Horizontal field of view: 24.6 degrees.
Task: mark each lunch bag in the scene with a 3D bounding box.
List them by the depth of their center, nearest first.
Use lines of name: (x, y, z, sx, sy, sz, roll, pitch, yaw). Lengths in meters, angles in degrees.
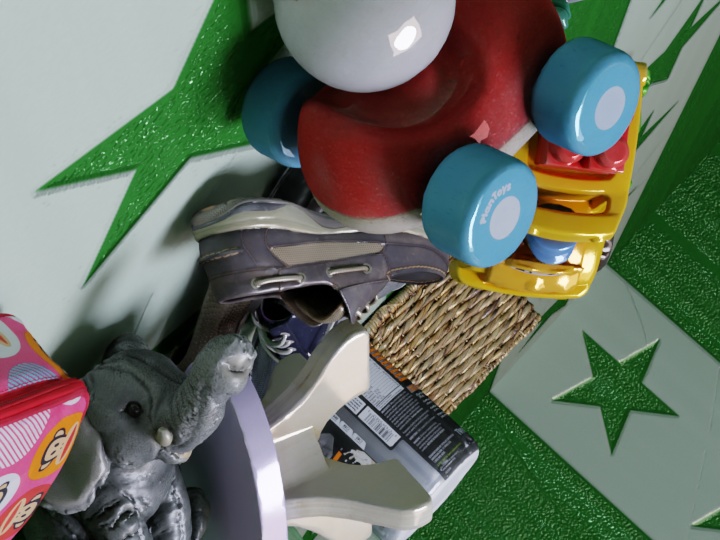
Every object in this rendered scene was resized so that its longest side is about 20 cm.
lunch bag: (-0.244, 0.122, 0.851, 0.201, 0.082, 0.176, -56, 163, 24)

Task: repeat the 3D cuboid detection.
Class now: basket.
basket: (0.072, 0.056, 1.840, 0.200, 0.149, 0.142, -44, -159, -20)

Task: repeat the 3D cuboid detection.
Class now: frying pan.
frying pan: (-0.006, -0.098, 1.142, 0.190, 0.031, 0.115, -53, 170, 32)

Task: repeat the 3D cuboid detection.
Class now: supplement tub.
supplement tub: (-0.002, 0.138, 1.479, 0.123, 0.200, 0.123, -46, 167, -13)

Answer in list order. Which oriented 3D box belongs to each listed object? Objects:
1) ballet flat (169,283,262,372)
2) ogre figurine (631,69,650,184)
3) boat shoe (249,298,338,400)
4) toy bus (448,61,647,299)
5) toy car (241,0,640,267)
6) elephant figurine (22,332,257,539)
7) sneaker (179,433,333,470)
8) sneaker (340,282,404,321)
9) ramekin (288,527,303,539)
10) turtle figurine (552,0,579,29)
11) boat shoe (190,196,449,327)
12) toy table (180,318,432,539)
ballet flat: (-0.106, 0.034, 1.170, 0.200, 0.046, 0.068, -54, -168, 51)
ogre figurine: (0.273, -0.132, 1.894, 0.200, 0.098, 0.120, -44, -174, 40)
boat shoe: (-0.061, 0.042, 1.302, 0.093, 0.075, 0.201, -22, 144, -52)
toy bus: (0.148, -0.073, 1.232, 0.192, 0.135, 0.202, -150, -113, -78)
toy car: (0.023, -0.137, 0.878, 0.177, 0.184, 0.201, -45, 140, -18)
elephant figurine: (-0.149, 0.103, 1.041, 0.142, 0.154, 0.201, -104, -163, -64)
sneaker: (-0.121, 0.135, 1.203, 0.060, 0.199, 0.105, -23, -133, 63)
sneaker: (0.000, 0.000, 1.365, 0.115, 0.075, 0.200, -42, 168, -20)
ramekin: (-0.141, 0.280, 1.460, 0.200, 0.200, 0.098, -46, 161, -13)
turtle figurine: (0.069, -0.134, 1.107, 0.201, 0.100, 0.150, -62, 180, -22)
boat shoe: (-0.025, 0.001, 1.077, 0.199, 0.074, 0.074, 6, 167, -37)
toy table: (-0.047, 0.130, 1.118, 0.116, 0.184, 0.201, -18, 140, -25)
